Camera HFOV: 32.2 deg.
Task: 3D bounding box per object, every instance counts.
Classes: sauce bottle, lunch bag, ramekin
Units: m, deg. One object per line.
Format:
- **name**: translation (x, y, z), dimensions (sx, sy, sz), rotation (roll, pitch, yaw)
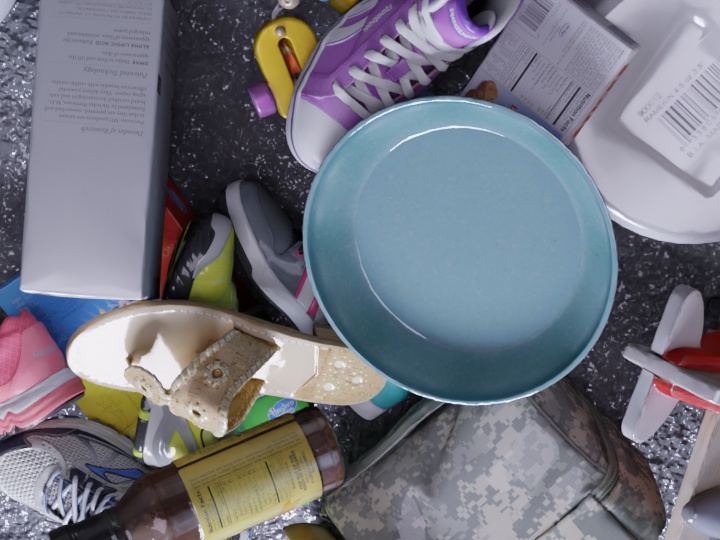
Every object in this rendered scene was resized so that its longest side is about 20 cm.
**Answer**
- **sauce bottle**: translation (-0.110, 0.155, 0.844), dimensions (0.199, 0.065, 0.065), rotation (-20, 107, -16)
- **lunch bag**: translation (0.091, 0.155, 0.881), dimensions (0.168, 0.139, 0.200), rotation (42, 108, -15)
- **ramekin**: translation (0.211, -0.114, 0.804), dimensions (0.200, 0.098, 0.201), rotation (2, 109, 5)

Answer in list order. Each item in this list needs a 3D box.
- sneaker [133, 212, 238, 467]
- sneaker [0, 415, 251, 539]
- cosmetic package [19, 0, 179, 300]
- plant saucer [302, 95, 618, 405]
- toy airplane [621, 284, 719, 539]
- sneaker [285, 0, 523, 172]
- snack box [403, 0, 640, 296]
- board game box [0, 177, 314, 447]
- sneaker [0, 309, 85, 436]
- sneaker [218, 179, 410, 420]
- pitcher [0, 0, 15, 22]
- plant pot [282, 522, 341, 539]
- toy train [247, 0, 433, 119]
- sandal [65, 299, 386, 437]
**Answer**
- **sneaker**: translation (-0.106, 0.050, 0.865), dimensions (0.076, 0.076, 0.201), rotation (11, 120, -6)
- **sneaker**: translation (-0.177, 0.167, 0.897), dimensions (0.199, 0.085, 0.077), rotation (16, 109, 1)
- **cosmetic package**: translation (-0.166, -0.080, 0.810), dimensions (0.081, 0.113, 0.201), rotation (2, 90, -3)
- **plant saucer**: translation (0.062, -0.014, 0.776), dimensions (0.199, 0.036, 0.201), rotation (8, 112, 19)
- **toy airplane**: translation (0.254, 0.074, 0.792), dimensions (0.141, 0.199, 0.200), rotation (25, 145, 29)
- **sneaker**: translation (0.028, -0.137, 0.759), dimensions (0.073, 0.114, 0.201), rotation (35, 98, -18)
- **snack box**: translation (0.086, -0.079, 0.779), dimensions (0.072, 0.024, 0.200), rotation (40, 119, 11)
- **board game box**: translation (-0.149, 0.053, 0.923), dimensions (0.153, 0.040, 0.200), rotation (-32, 103, 14)
- **sneaker**: translation (-0.290, 0.081, 0.923), dimensions (0.200, 0.074, 0.087), rotation (-19, 97, 29)
- **sneaker**: translation (0.000, 0.000, 0.868), dimensions (0.121, 0.084, 0.200), rotation (-31, 107, 17)
- **pitcher**: translation (-0.283, -0.257, 0.804), dimensions (0.171, 0.121, 0.201), rotation (23, 99, 18)
- **plant pot**: translation (0.019, 0.253, 0.903), dimensions (0.027, 0.200, 0.200), rotation (-41, 101, -8)
- **toy train**: translation (0.001, -0.158, 0.837), dimensions (0.150, 0.056, 0.201), rotation (2, 104, -11)
- **sandal**: translation (-0.079, 0.072, 0.796), dimensions (0.211, 0.070, 0.078), rotation (5, 127, -18)
